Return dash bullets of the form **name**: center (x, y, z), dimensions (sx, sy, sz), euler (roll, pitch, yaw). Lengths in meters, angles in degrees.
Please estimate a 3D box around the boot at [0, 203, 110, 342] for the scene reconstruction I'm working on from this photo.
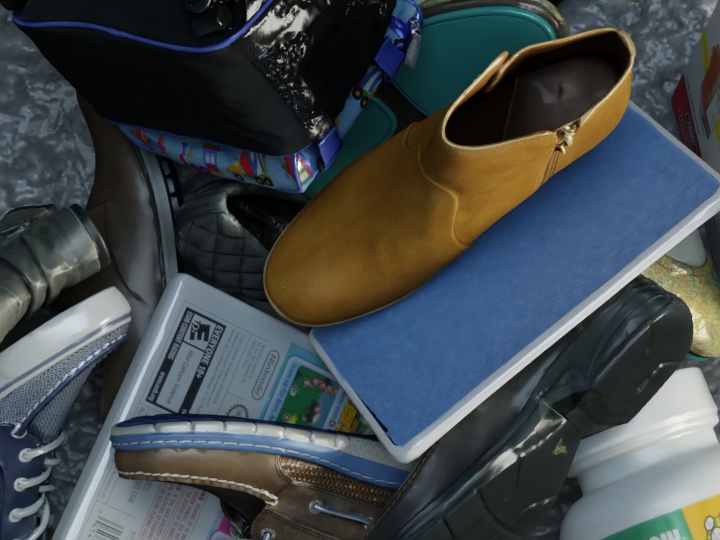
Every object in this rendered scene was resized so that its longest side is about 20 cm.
- **boot**: center (-0.216, 0.016, 1.164), dimensions (0.131, 0.200, 0.068), euler (-39, 115, -33)

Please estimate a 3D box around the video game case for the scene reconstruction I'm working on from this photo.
- **video game case**: center (-0.054, 0.129, 1.155), dimensions (0.182, 0.024, 0.200), euler (27, 78, -19)

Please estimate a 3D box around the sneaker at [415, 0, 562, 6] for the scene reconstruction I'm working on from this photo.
- **sneaker**: center (0.016, -0.170, 1.225), dimensions (0.200, 0.070, 0.093), euler (-9, 85, 0)

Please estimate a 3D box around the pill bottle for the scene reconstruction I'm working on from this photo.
- **pill bottle**: center (0.165, 0.155, 1.140), dimensions (0.113, 0.113, 0.200), euler (-19, 79, -4)

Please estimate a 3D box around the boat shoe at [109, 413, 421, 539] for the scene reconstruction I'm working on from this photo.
- **boat shoe**: center (-0.027, 0.111, 1.114), dimensions (0.200, 0.072, 0.072), euler (9, 86, -22)

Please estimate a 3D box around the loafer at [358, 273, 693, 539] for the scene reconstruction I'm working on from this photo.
- **loafer**: center (0.067, 0.073, 1.100), dimensions (0.200, 0.073, 0.072), euler (-43, 55, -7)

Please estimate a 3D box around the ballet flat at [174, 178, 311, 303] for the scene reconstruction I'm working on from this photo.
- **ballet flat**: center (0.000, 0.000, 1.173), dimensions (0.200, 0.057, 0.066), euler (13, 76, -24)

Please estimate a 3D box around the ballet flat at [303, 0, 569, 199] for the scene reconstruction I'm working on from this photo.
- **ballet flat**: center (0.024, -0.100, 1.172), dimensions (0.200, 0.071, 0.071), euler (-30, 77, 34)

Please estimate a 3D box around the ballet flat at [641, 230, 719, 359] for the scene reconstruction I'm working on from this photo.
- **ballet flat**: center (0.124, -0.040, 1.184), dimensions (0.071, 0.071, 0.200), euler (-43, 75, -8)

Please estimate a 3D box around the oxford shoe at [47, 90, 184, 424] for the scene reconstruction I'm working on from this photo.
- **oxford shoe**: center (-0.128, -0.014, 1.193), dimensions (0.084, 0.073, 0.200), euler (-11, 79, -1)

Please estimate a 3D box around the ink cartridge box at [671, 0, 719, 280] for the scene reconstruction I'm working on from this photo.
- **ink cartridge box**: center (0.221, -0.057, 1.138), dimensions (0.083, 0.200, 0.145), euler (-12, 79, -3)

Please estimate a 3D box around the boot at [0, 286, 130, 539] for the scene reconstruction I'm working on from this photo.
- **boot**: center (-0.172, 0.096, 1.153), dimensions (0.200, 0.073, 0.090), euler (-38, 87, 21)

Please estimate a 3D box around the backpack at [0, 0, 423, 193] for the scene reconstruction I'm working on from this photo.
- **backpack**: center (-0.046, -0.158, 1.110), dimensions (0.183, 0.135, 0.200), euler (13, 61, 43)

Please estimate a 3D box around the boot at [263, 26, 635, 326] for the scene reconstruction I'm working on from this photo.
- **boot**: center (0.035, -0.047, 1.060), dimensions (0.201, 0.144, 0.071), euler (-33, 83, 0)

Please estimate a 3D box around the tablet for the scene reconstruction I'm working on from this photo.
- **tablet**: center (0.073, -0.001, 1.105), dimensions (0.200, 0.130, 0.014), euler (-39, 124, 0)
